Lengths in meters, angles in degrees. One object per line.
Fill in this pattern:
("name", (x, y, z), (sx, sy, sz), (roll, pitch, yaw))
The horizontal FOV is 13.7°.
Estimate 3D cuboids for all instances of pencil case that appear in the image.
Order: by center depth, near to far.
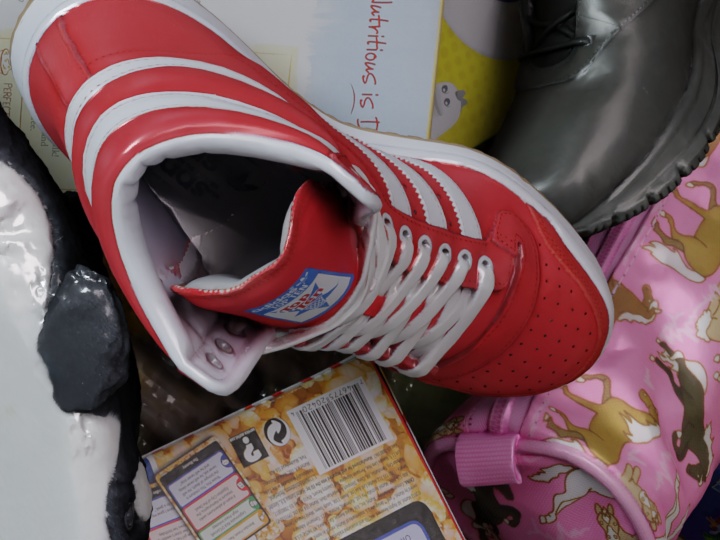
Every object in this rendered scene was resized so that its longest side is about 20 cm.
("pencil case", (0.094, 0.010, 0.943), (0.086, 0.083, 0.200), (34, 59, -6))

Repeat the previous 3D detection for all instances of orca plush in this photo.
("orca plush", (-0.104, -0.006, 0.795), (0.200, 0.105, 0.071), (53, 34, 3))

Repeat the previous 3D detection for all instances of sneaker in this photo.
("sneaker", (0.000, 0.000, 0.792), (0.200, 0.071, 0.113), (29, 16, -28))
("sneaker", (0.077, -0.092, 0.916), (0.091, 0.076, 0.200), (46, 56, -27))

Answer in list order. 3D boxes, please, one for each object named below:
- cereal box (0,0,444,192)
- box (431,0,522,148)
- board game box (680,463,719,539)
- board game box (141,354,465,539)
("cereal box", (-0.074, -0.088, 0.833), (0.199, 0.040, 0.145), (3, 108, -11))
("box", (0.038, -0.108, 0.947), (0.200, 0.048, 0.118), (-34, 116, -40))
("board game box", (0.207, 0.094, 0.997), (0.200, 0.045, 0.135), (44, 57, -8))
("board game box", (-0.018, 0.142, 0.850), (0.151, 0.046, 0.201), (-23, 84, -33))
